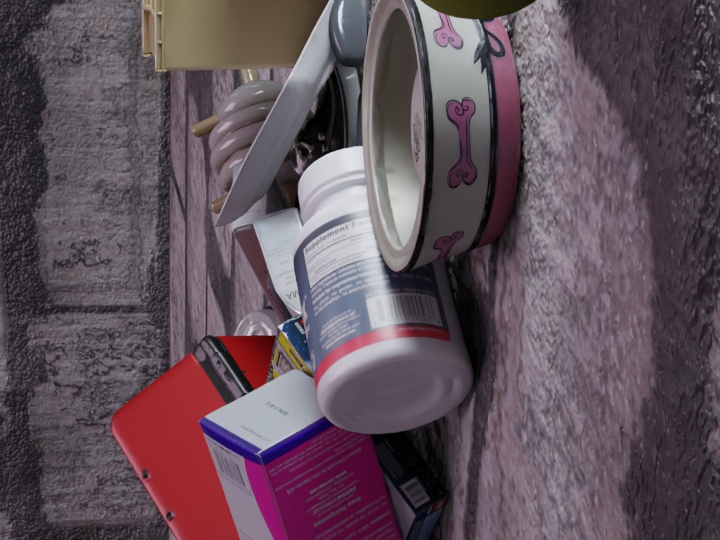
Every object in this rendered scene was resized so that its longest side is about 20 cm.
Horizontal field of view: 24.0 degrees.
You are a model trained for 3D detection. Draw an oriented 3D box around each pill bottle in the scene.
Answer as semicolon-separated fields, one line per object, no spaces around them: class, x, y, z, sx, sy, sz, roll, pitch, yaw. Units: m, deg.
pill bottle;0.010;0.011;1.302;0.120;0.118;0.201;104;159;-54

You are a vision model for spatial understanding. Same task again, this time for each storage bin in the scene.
storage bin;-0.109;-0.297;1.639;0.094;0.198;0.200;-122;32;-65

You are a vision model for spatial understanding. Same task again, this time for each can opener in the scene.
can opener;0.000;-0.143;1.457;0.053;0.066;0.202;139;135;-73

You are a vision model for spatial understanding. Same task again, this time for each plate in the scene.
plate;-0.059;-0.155;1.536;0.200;0.032;0.200;-58;5;44

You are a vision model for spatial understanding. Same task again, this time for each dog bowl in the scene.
dog bowl;0.056;-0.100;1.190;0.200;0.073;0.202;177;90;-78

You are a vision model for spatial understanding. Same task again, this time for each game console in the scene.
game console;-0.100;0.169;1.559;0.119;0.172;0.200;-53;57;27

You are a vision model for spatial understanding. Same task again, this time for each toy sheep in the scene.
toy sheep;-0.105;-0.134;1.819;0.138;0.137;0.202;123;131;-70

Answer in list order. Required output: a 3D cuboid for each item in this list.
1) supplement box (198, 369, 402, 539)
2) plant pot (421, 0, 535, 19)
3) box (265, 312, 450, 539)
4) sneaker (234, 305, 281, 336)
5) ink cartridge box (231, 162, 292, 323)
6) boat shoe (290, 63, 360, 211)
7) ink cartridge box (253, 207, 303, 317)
supplement box;-0.039;0.198;1.365;0.101;0.103;0.202;20;130;55
plant pot;0.064;-0.245;0.942;0.201;0.185;0.188;79;180;-51
box;-0.009;0.148;1.424;0.200;0.037;0.137;53;154;22
sneaker;-0.106;0.127;1.868;0.146;0.080;0.201;-4;-60;-66
ink cartridge box;-0.078;0.016;1.707;0.201;0.043;0.175;65;-163;-46
boat shoe;-0.035;-0.109;1.647;0.071;0.063;0.201;-109;20;-53
ink cartridge box;-0.035;0.064;1.539;0.160;0.047;0.201;66;-174;-66
